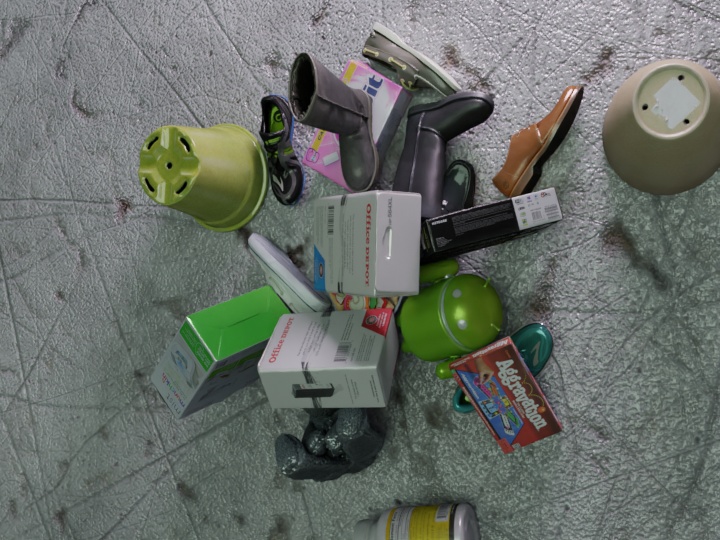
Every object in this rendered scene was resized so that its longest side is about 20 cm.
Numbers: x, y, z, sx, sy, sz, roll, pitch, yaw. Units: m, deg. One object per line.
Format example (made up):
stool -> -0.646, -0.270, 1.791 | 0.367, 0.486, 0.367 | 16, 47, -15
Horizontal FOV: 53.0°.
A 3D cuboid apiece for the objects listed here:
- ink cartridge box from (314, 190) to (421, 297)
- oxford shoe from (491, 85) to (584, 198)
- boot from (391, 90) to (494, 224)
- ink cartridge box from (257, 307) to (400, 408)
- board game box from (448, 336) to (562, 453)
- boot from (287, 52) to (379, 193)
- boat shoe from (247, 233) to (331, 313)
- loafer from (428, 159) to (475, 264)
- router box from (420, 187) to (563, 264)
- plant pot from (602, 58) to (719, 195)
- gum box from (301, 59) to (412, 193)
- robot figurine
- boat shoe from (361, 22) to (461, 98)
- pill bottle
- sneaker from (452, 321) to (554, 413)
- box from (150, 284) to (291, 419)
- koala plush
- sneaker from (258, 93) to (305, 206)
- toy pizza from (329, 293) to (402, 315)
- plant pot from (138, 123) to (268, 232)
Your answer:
ink cartridge box -> 0.006, -0.039, 1.097 | 0.198, 0.082, 0.151 | 5, 94, 59
oxford shoe -> 0.273, -0.206, 1.124 | 0.071, 0.071, 0.202 | 39, 105, 23
boot -> 0.126, -0.170, 1.141 | 0.162, 0.065, 0.205 | -7, 61, 42
ink cartridge box -> -0.047, 0.139, 1.149 | 0.194, 0.146, 0.086 | -3, 123, 16
board game box -> 0.223, 0.195, 1.102 | 0.101, 0.020, 0.202 | -26, 119, 17
boot -> -0.038, -0.219, 1.109 | 0.071, 0.199, 0.188 | -8, 88, 19
boat shoe -> -0.141, 0.021, 1.292 | 0.200, 0.073, 0.067 | 44, 105, 17
loafer -> 0.135, -0.082, 1.179 | 0.067, 0.070, 0.206 | 23, 98, 20
router box -> 0.182, -0.063, 1.078 | 0.194, 0.149, 0.053 | -14, 84, -7
plant pot -> 0.422, -0.210, 0.990 | 0.182, 0.199, 0.194 | 0, 89, 21
gum box -> -0.004, -0.247, 1.239 | 0.112, 0.066, 0.204 | 30, 100, 18
robot figurine -> 0.140, 0.075, 1.130 | 0.198, 0.113, 0.181 | -24, 74, 50
boat shoe -> 0.083, -0.336, 1.203 | 0.201, 0.072, 0.061 | 43, 105, 24
pill bottle -> 0.089, 0.443, 1.175 | 0.195, 0.111, 0.115 | -11, 86, 23
sneaker -> 0.224, 0.161, 1.136 | 0.200, 0.079, 0.078 | -45, 75, 16
box -> -0.231, 0.140, 1.238 | 0.097, 0.198, 0.177 | 50, 128, 14
koala plush -> -0.056, 0.234, 1.230 | 0.175, 0.183, 0.204 | -31, 58, 13
sneaker -> -0.149, -0.215, 1.291 | 0.069, 0.082, 0.206 | -10, 86, 22
toy pizza -> 0.000, 0.000, 1.216 | 0.197, 0.031, 0.207 | 0, 90, 47
plant pot -> -0.292, -0.177, 1.297 | 0.195, 0.183, 0.207 | 0, 89, 22
